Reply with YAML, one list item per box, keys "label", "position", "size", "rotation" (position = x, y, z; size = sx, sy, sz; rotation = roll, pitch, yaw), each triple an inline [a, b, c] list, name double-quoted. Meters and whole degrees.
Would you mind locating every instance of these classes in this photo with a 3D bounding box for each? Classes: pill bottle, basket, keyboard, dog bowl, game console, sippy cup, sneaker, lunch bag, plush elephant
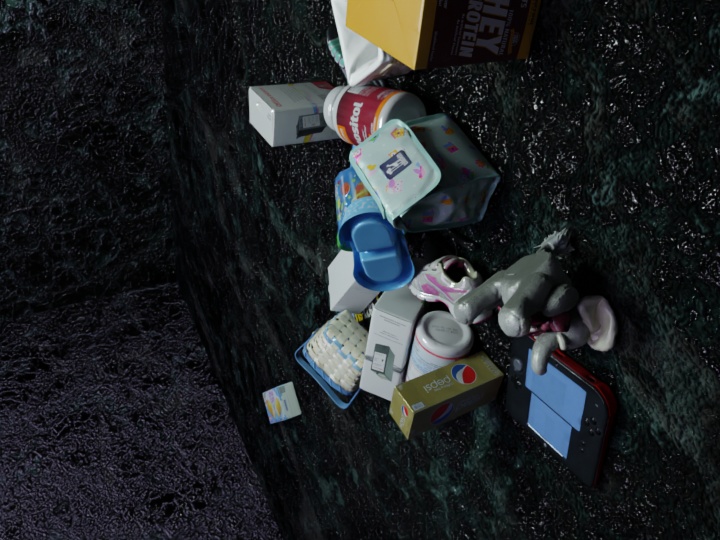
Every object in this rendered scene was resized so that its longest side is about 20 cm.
- label: "pill bottle"
  position: [0.142, 0.185, 1.177]
  size: [0.109, 0.106, 0.204]
  rotation: [50, 144, 41]
- label: "basket"
  position: [-0.049, 0.203, 1.405]
  size: [0.176, 0.139, 0.201]
  rotation: [44, 127, 4]
- label: "keyboard"
  position: [0.175, -0.016, 1.115]
  size: [0.200, 0.020, 0.130]
  rotation: [44, 145, 47]
- label: "dog bowl"
  position: [0.029, -0.045, 1.068]
  size: [0.202, 0.108, 0.050]
  rotation: [68, -164, -47]
- label: "game console"
  position: [0.299, 0.207, 0.960]
  size: [0.200, 0.030, 0.181]
  rotation: [43, 138, 50]
- label: "sippy cup"
  position: [0.010, -0.120, 1.156]
  size: [0.176, 0.138, 0.134]
  rotation: [-25, 71, 37]
- label: "sneaker"
  position: [0.150, 0.010, 1.078]
  size: [0.198, 0.080, 0.090]
  rotation: [29, 133, 47]
- label: "basket"
  position: [0.037, -0.439, 1.073]
  size: [0.135, 0.121, 0.206]
  rotation: [-8, 94, 64]
- label: "pill bottle"
  position: [0.020, -0.279, 1.139]
  size: [0.198, 0.111, 0.116]
  rotation: [29, 128, 47]
- label: "lunch bag"
  position: [0.096, -0.153, 1.006]
  size: [0.172, 0.196, 0.123]
  rotation: [59, 149, 32]
- label: "plush elephant"
  position: [0.253, 0.063, 0.861]
  size: [0.157, 0.199, 0.164]
  rotation: [56, 158, -13]
- label: "sneaker"
  position: [-0.020, -0.404, 1.265]
  size: [0.203, 0.073, 0.088]
  rotation: [63, 156, 23]

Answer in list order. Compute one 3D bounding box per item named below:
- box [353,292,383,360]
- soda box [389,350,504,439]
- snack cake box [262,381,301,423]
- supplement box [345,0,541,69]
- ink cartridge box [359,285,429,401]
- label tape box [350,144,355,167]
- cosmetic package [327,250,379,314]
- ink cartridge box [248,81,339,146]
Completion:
- label: "box"
  position: [0.035, 0.146, 1.444]
  size: [0.199, 0.048, 0.164]
  rotation: [-30, 73, 63]
- label: "soda box"
  position: [0.149, 0.211, 1.072]
  size: [0.064, 0.196, 0.069]
  rotation: [49, 144, 40]
- label: "snack cake box"
  position: [-0.282, 0.470, 2.214]
  size: [0.200, 0.066, 0.118]
  rotation: [-36, 71, 62]
- label: "supplement box"
  position: [0.112, -0.383, 0.860]
  size: [0.198, 0.196, 0.136]
  rotation: [48, 142, 43]
- label: "ink cartridge box"
  position: [0.071, 0.130, 1.228]
  size: [0.082, 0.146, 0.204]
  rotation: [19, 125, 15]
- label: "label tape box"
  position: [0.052, -0.154, 1.247]
  size: [0.200, 0.065, 0.146]
  rotation: [46, 141, 37]
- label: "cosmetic package"
  position: [0.000, 0.000, 1.351]
  size: [0.200, 0.079, 0.116]
  rotation: [130, 142, -53]
- label: "ink cartridge box"
  position: [-0.130, -0.347, 1.366]
  size: [0.148, 0.196, 0.087]
  rotation: [48, 142, 44]
